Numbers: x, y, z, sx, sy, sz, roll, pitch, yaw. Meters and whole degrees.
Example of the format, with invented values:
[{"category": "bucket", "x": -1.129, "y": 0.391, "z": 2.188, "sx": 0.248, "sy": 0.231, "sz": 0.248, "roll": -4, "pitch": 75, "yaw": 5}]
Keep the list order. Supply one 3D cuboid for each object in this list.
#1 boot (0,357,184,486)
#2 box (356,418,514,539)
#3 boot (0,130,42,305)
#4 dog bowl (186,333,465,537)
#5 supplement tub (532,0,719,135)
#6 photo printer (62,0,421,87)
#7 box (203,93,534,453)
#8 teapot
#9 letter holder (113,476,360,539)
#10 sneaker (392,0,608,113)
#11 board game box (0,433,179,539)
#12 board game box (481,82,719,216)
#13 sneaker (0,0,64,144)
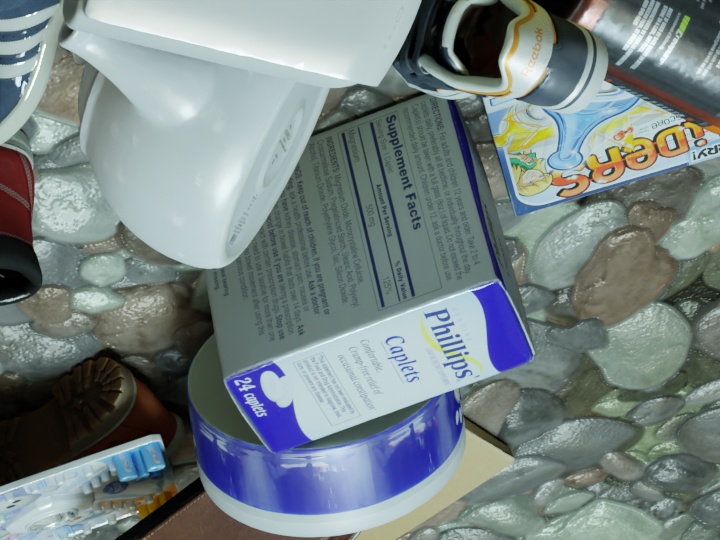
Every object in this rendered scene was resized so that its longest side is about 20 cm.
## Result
[{"category": "boot", "x": -0.231, "y": 0.152, "z": 1.854, "sx": 0.199, "sy": 0.075, "sz": 0.107, "roll": -31, "pitch": 143, "yaw": 19}, {"category": "box", "x": 0.007, "y": 0.154, "z": 1.964, "sx": 0.163, "sy": 0.021, "sz": 0.200, "roll": -34, "pitch": 136, "yaw": 22}, {"category": "boot", "x": -0.300, "y": -0.042, "z": 1.538, "sx": 0.199, "sy": 0.145, "sz": 0.073, "roll": 12, "pitch": 137, "yaw": -26}, {"category": "dog bowl", "x": -0.025, "y": 0.101, "z": 1.739, "sx": 0.199, "sy": 0.201, "sz": 0.079, "roll": -11, "pitch": 124, "yaw": -4}, {"category": "supplement tub", "x": 0.215, "y": -0.154, "z": 1.553, "sx": 0.199, "sy": 0.107, "sz": 0.107, "roll": 24, "pitch": 130, "yaw": -19}, {"category": "photo printer", "x": -0.053, "y": -0.195, "z": 1.339, "sx": 0.199, "sy": 0.069, "sz": 0.168, "roll": 12, "pitch": 96, "yaw": -20}, {"category": "box", "x": 0.000, "y": 0.000, "z": 1.645, "sx": 0.199, "sy": 0.185, "sz": 0.105, "roll": -20, "pitch": 140, "yaw": 8}, {"category": "teapot", "x": -0.109, "y": -0.108, "z": 1.474, "sx": 0.145, "sy": 0.198, "sz": 0.201, "roll": 27, "pitch": 134, "yaw": 7}, {"category": "letter holder", "x": -0.079, "y": 0.216, "z": 1.806, "sx": 0.200, "sy": 0.143, "sz": 0.100, "roll": -35, "pitch": -177, "yaw": -33}, {"category": "sneaker", "x": 0.065, "y": -0.149, "z": 1.504, "sx": 0.079, "sy": 0.200, "sz": 0.079, "roll": 18, "pitch": 89, "yaw": -36}, {"category": "board game box", "x": -0.236, "y": 0.192, "z": 1.833, "sx": 0.199, "sy": 0.026, "sz": 0.200, "roll": -19, "pitch": 163, "yaw": -6}, {"category": "board game box", "x": 0.188, "y": -0.118, "z": 1.677, "sx": 0.199, "sy": 0.035, "sz": 0.136, "roll": -17, "pitch": 141, "yaw": 4}, {"category": "sneaker", "x": -0.224, "y": -0.162, "z": 1.480, "sx": 0.084, "sy": 0.075, "sz": 0.200, "roll": 16, "pitch": 126, "yaw": -25}]
